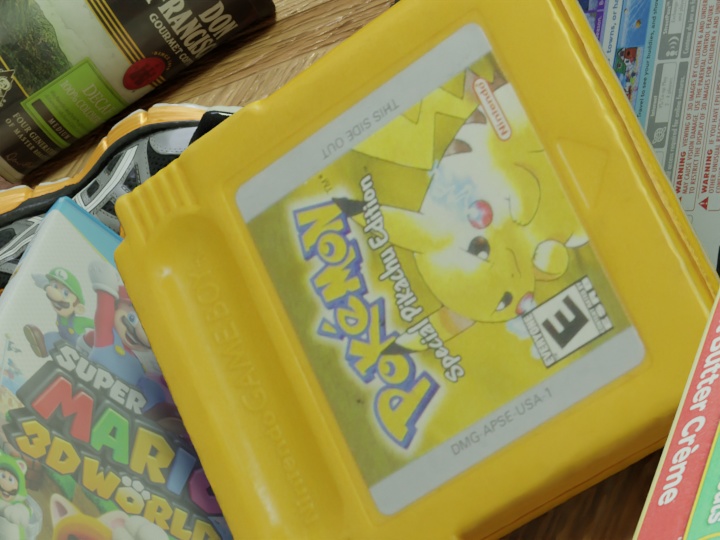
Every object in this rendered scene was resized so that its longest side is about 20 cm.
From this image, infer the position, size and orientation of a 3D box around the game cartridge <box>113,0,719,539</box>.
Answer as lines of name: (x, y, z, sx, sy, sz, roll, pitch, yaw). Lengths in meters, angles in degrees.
game cartridge: (0.016, 0.008, 0.767, 0.199, 0.177, 0.032, -33, -16, 24)

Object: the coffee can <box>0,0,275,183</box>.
coffee can: (-0.173, -0.169, 1.389, 0.199, 0.147, 0.147, -33, 23, 3)

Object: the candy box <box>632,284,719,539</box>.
candy box: (0.136, 0.088, 0.429, 0.077, 0.201, 0.170, -16, 29, 35)

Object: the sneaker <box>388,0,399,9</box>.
sneaker: (0.080, -0.069, 0.936, 0.200, 0.087, 0.076, 43, 114, 53)

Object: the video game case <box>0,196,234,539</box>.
video game case: (-0.086, 0.071, 0.828, 0.018, 0.143, 0.201, -44, 16, 32)

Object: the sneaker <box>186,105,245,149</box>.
sneaker: (-0.002, -0.003, 0.834, 0.200, 0.087, 0.076, 37, 107, 48)

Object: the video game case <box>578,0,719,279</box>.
video game case: (0.100, -0.042, 0.803, 0.181, 0.022, 0.202, 2, 81, 53)

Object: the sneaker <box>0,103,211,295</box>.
sneaker: (-0.113, -0.010, 1.023, 0.199, 0.078, 0.078, -26, 44, 30)
